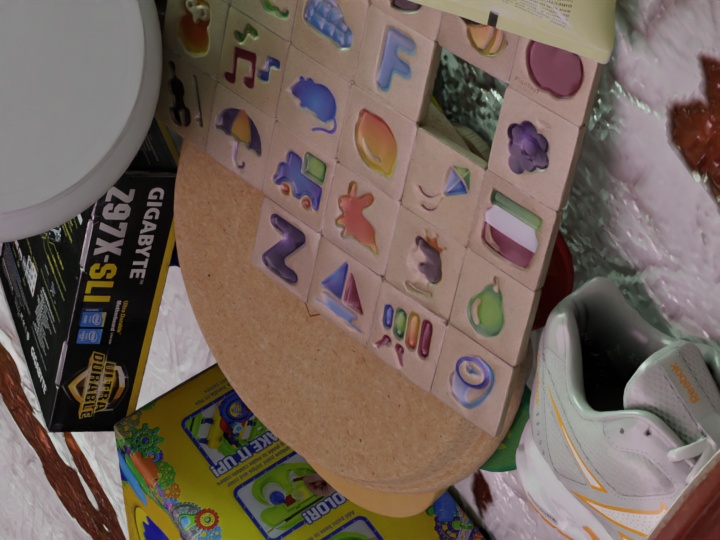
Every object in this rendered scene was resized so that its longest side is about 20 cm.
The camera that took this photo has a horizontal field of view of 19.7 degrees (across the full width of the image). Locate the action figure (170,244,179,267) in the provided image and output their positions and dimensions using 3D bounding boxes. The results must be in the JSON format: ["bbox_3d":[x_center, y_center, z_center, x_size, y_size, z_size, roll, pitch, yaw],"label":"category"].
[{"bbox_3d":[-0.095,-0.015,1.097,0.200,0.065,0.052,29,124,55],"label":"action figure"}]

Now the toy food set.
[{"bbox_3d":[0.000,0.000,0.839,0.198,0.048,0.201,-37,81,49],"label":"toy food set"}]

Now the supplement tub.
[{"bbox_3d":[-0.155,-0.084,0.836,0.145,0.144,0.200,64,171,-7],"label":"supplement tub"}]

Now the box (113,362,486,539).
[{"bbox_3d":[-0.023,0.169,1.084,0.193,0.122,0.201,49,157,27],"label":"box"}]

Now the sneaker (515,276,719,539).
[{"bbox_3d":[0.118,0.077,0.699,0.200,0.075,0.093,40,147,43],"label":"sneaker"}]

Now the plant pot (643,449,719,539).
[{"bbox_3d":[0.170,0.144,0.511,0.195,0.200,0.202,38,151,31],"label":"plant pot"}]

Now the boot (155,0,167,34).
[{"bbox_3d":[-0.101,-0.174,0.888,0.097,0.074,0.201,34,148,46],"label":"boot"}]

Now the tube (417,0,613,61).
[{"bbox_3d":[0.050,-0.131,0.592,0.058,0.052,0.200,56,160,25],"label":"tube"}]

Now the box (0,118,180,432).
[{"bbox_3d":[-0.148,-0.040,1.067,0.200,0.049,0.161,-119,38,-48],"label":"box"}]

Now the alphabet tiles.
[{"bbox_3d":[-0.004,-0.056,0.774,0.200,0.008,0.168,35,129,30],"label":"alphabet tiles"}]
